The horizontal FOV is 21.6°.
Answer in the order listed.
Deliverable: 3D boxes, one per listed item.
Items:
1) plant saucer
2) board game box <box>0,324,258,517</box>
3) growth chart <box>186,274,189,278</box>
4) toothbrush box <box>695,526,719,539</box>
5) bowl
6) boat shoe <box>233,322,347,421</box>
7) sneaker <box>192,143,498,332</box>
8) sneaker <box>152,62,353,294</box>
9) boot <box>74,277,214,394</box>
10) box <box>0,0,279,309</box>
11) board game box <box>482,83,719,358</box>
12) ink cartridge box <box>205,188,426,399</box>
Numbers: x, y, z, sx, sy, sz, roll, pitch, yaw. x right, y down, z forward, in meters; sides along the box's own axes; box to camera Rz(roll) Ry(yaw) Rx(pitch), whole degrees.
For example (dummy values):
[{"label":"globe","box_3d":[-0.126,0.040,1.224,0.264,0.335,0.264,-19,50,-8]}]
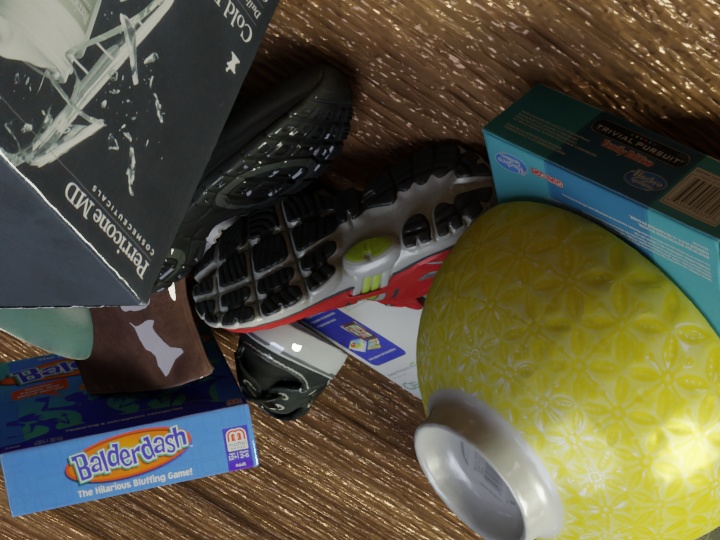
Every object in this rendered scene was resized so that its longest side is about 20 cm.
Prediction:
[{"label":"plant saucer","box_3d":[-0.226,-0.019,1.038,0.200,0.027,0.200,34,-177,-2]},{"label":"board game box","box_3d":[-0.156,0.091,1.212,0.152,0.045,0.200,-11,-166,-10]},{"label":"growth chart","box_3d":[-0.215,-0.009,1.290,0.145,0.018,0.200,37,148,-27]},{"label":"toothbrush box","box_3d":[0.238,0.154,1.124,0.085,0.147,0.200,9,150,22]},{"label":"bowl","box_3d":[0.091,0.076,0.949,0.200,0.108,0.200,40,154,24]},{"label":"boat shoe","box_3d":[-0.048,0.063,1.188,0.069,0.057,0.200,30,174,7]},{"label":"sneaker","box_3d":[0.000,0.000,1.059,0.200,0.077,0.085,-17,145,22]},{"label":"sneaker","box_3d":[-0.092,-0.064,1.031,0.200,0.091,0.076,-33,159,25]},{"label":"boot","box_3d":[-0.192,0.000,1.159,0.200,0.072,0.167,-6,105,30]},{"label":"box","box_3d":[-0.161,-0.116,0.881,0.124,0.197,0.200,0,145,35]},{"label":"board game box","box_3d":[0.146,0.017,0.959,0.151,0.047,0.200,30,148,39]},{"label":"ink cartridge box","box_3d":[-0.007,0.008,1.154,0.200,0.039,0.099,33,150,-22]}]
